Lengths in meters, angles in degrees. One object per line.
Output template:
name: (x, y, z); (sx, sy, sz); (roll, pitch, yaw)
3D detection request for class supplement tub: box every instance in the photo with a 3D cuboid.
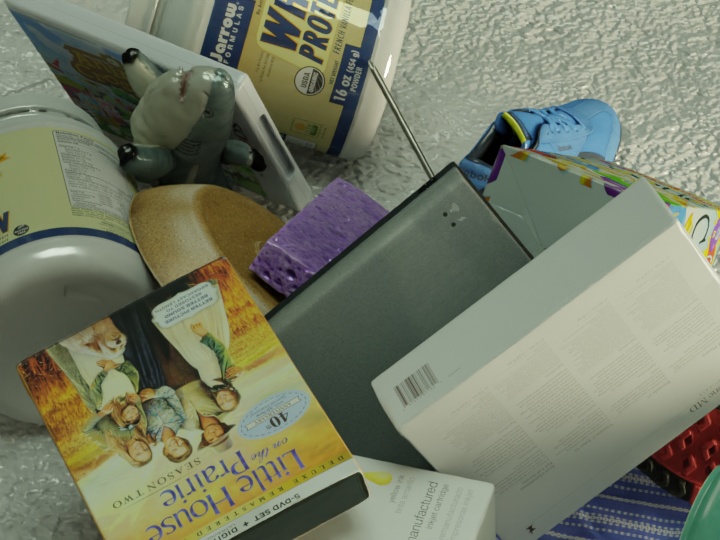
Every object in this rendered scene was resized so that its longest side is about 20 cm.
supplement tub: (-0.074, -0.175, 1.752); (0.199, 0.145, 0.145); (15, 37, -5)
supplement tub: (-0.209, -0.012, 1.554); (0.144, 0.146, 0.200); (-7, 38, -13)

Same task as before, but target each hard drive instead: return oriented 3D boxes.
hard drive: (0.023, 0.050, 1.432); (0.200, 0.140, 0.033); (-39, 12, 7)

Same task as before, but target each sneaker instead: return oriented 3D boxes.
sneaker: (0.136, -0.092, 1.747); (0.066, 0.079, 0.200); (26, 41, 29)
sneaker: (0.183, 0.084, 1.498); (0.199, 0.080, 0.096); (19, 17, 9)

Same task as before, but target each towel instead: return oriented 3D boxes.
towel: (0.136, 0.175, 1.444); (0.144, 0.024, 0.200); (10, 38, 7)

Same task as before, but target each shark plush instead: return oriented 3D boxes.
shark plush: (-0.104, -0.069, 1.607); (0.083, 0.201, 0.091); (-7, 48, 10)

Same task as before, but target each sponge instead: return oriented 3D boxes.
sponge: (0.000, 0.000, 1.562); (0.111, 0.030, 0.200); (38, 20, 1)

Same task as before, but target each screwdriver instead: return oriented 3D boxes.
screwdriver: (0.049, -0.062, 1.667); (0.028, 0.029, 0.201); (-12, 66, -52)

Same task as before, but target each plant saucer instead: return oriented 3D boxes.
plant saucer: (-0.063, 0.007, 1.535); (0.200, 0.035, 0.200); (38, 19, -15)

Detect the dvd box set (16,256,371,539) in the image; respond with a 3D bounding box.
dvd box set: (-0.100, 0.091, 1.353); (0.146, 0.029, 0.200); (-27, 46, -7)

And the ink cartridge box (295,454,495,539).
ink cartridge box: (-0.035, 0.179, 1.349); (0.199, 0.084, 0.146); (10, 46, 15)

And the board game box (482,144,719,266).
board game box: (0.156, -0.014, 1.550); (0.104, 0.104, 0.200); (24, 9, 23)

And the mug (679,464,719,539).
mug: (0.254, 0.164, 1.366); (0.114, 0.153, 0.185); (19, 33, 22)

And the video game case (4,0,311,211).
video game case: (-0.143, -0.122, 1.688); (0.199, 0.182, 0.022); (24, 73, 23)

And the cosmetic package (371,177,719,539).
cosmetic package: (0.127, 0.060, 1.383); (0.200, 0.151, 0.052); (-37, 40, 5)
